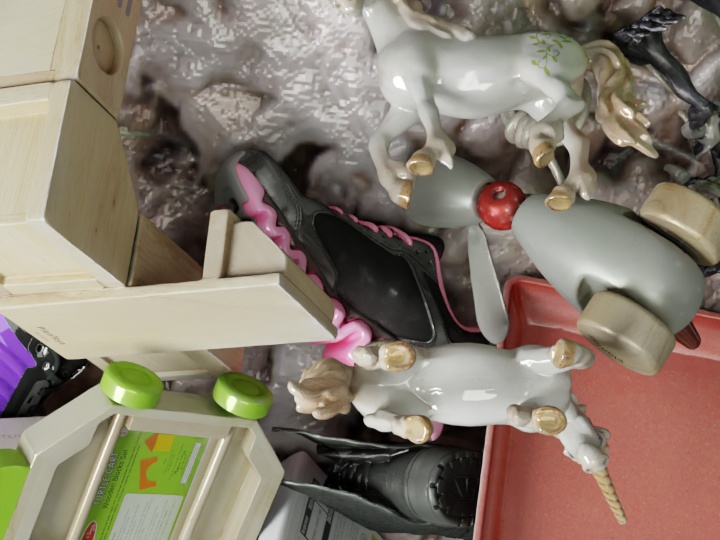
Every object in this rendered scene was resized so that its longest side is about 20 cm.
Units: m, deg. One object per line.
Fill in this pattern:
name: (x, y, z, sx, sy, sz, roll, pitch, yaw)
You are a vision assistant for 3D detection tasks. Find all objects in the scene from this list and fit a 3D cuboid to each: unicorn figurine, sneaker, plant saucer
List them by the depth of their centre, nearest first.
unicorn figurine: (0.066, 0.065, 0.841, 0.199, 0.137, 0.074, 19, 84, -2)
unicorn figurine: (0.051, -0.102, 0.875, 0.199, 0.138, 0.074, 10, 147, -13)
sneaker: (-0.201, 0.062, 0.937, 0.099, 0.070, 0.201, 0, 111, -9)
sneaker: (0.000, 0.000, 0.945, 0.095, 0.079, 0.200, -45, 108, -18)
plant saucer: (0.166, 0.115, 0.952, 0.199, 0.201, 0.037, 11, 153, -3)
sneaker: (0.046, 0.131, 0.994, 0.200, 0.104, 0.060, 22, 73, -47)
sneaker: (0.210, 0.134, 1.008, 0.200, 0.085, 0.075, -16, 155, -26)

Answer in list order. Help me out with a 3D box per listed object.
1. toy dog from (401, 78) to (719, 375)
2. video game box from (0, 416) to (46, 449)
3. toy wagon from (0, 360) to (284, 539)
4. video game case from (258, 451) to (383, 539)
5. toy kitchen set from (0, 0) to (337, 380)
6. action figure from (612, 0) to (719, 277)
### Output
toy dog: (0.118, -0.008, 0.905, 0.132, 0.200, 0.096, -38, 139, -1)
video game box: (-0.193, 0.168, 0.944, 0.199, 0.047, 0.183, 0, 117, -33)
toy wagon: (-0.137, 0.120, 0.892, 0.200, 0.040, 0.156, 10, 113, -35)
video game case: (-0.002, 0.228, 0.955, 0.023, 0.200, 0.182, -30, 112, 24)
toy kitchen set: (-0.094, -0.057, 0.874, 0.163, 0.181, 0.200, -4, 154, 23)
action figure: (0.216, -0.064, 0.921, 0.119, 0.102, 0.200, -33, 110, -6)
